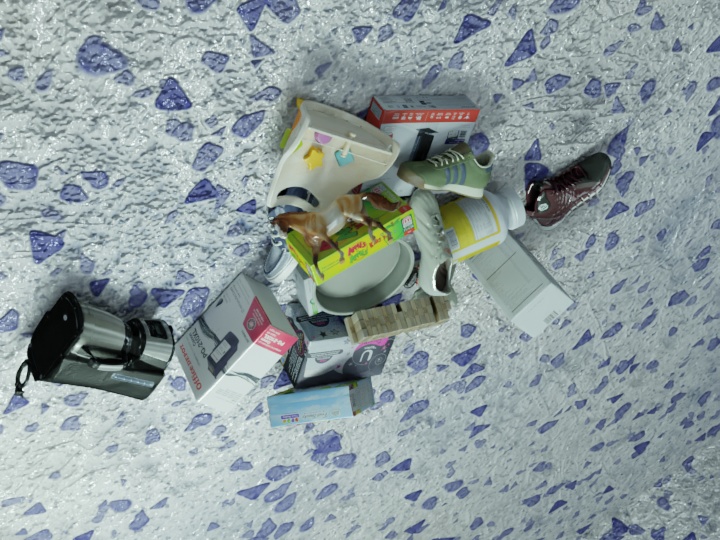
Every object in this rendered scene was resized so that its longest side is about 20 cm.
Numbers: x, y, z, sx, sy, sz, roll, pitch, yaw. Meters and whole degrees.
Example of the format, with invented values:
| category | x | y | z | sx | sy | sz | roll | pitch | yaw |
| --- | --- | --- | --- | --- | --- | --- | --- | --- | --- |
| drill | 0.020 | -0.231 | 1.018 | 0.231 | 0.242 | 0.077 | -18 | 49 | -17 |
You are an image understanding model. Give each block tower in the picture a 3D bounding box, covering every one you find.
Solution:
| category | x | y | z | sx | sy | sz | roll | pitch | yaw |
| --- | --- | --- | --- | --- | --- | --- | --- | --- | --- |
| block tower | 0.074 | 0.090 | 1.821 | 0.199 | 0.054 | 0.058 | -12 | 167 | -20 |

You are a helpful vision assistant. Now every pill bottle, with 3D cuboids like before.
| category | x | y | z | sx | sy | sz | roll | pitch | yaw |
| --- | --- | --- | --- | --- | --- | --- | --- | --- | --- |
| pill bottle | 0.211 | -0.087 | 1.849 | 0.199 | 0.112 | 0.112 | -23 | 139 | -15 |

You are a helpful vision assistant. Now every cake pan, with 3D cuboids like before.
| category | x | y | z | sx | sy | sz | roll | pitch | yaw |
| --- | --- | --- | --- | --- | --- | --- | --- | --- | --- |
| cake pan | 0.000 | 0.000 | 1.736 | 0.199 | 0.037 | 0.201 | -18 | 143 | -14 |

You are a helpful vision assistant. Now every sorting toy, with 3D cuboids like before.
| category | x | y | z | sx | sy | sz | roll | pitch | yaw |
| --- | --- | --- | --- | --- | --- | --- | --- | --- | --- |
| sorting toy | -0.069 | -0.168 | 1.559 | 0.199 | 0.107 | 0.181 | 11 | 116 | -41 |

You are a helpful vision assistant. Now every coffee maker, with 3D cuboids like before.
| category | x | y | z | sx | sy | sz | roll | pitch | yaw |
| --- | --- | --- | --- | --- | --- | --- | --- | --- | --- |
| coffee maker | -0.442 | 0.141 | 1.622 | 0.192 | 0.135 | 0.199 | -30 | 146 | 32 |

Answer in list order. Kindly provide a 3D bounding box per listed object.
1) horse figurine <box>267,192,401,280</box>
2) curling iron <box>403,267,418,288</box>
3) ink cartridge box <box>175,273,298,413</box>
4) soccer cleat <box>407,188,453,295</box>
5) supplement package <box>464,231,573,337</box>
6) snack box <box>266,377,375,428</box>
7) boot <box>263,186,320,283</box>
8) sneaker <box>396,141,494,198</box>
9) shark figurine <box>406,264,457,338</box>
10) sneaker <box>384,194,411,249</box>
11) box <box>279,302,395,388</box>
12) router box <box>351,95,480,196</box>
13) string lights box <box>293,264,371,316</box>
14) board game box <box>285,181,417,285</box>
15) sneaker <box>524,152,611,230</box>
| category | x | y | z | sx | sy | sz | roll | pitch | yaw |
| --- | --- | --- | --- | --- | --- | --- | --- | --- | --- |
| horse figurine | -0.032 | -0.074 | 1.562 | 0.199 | 0.133 | 0.050 | -30 | 153 | -10 |
| curling iron | 0.029 | 0.029 | 1.902 | 0.199 | 0.026 | 0.050 | -14 | 133 | -24 |
| ink cartridge box | -0.226 | 0.131 | 1.729 | 0.200 | 0.145 | 0.084 | -46 | 138 | 13 |
| soccer cleat | 0.132 | -0.051 | 1.734 | 0.069 | 0.077 | 0.201 | -19 | 111 | -32 |
| supplement package | 0.316 | 0.017 | 1.956 | 0.114 | 0.200 | 0.109 | -44 | 139 | 12 |
| snack box | -0.073 | 0.257 | 1.905 | 0.168 | 0.068 | 0.200 | -9 | 178 | 13 |
| boot | -0.135 | -0.074 | 1.660 | 0.090 | 0.073 | 0.201 | 19 | 109 | -37 |
| sneaker | 0.155 | -0.186 | 1.676 | 0.199 | 0.067 | 0.090 | 6 | 118 | -40 |
| shark figurine | 0.144 | 0.056 | 1.921 | 0.089 | 0.128 | 0.215 | 35 | 105 | -6 |
| sneaker | 0.018 | -0.069 | 1.741 | 0.199 | 0.077 | 0.085 | -26 | 118 | -10 |
| box | -0.047 | 0.136 | 1.885 | 0.199 | 0.115 | 0.133 | -6 | 133 | -31 |
| router box | 0.091 | -0.216 | 1.684 | 0.199 | 0.049 | 0.180 | -7 | 133 | -30 |
| string lights box | -0.023 | -0.003 | 1.808 | 0.199 | 0.059 | 0.103 | -23 | 139 | -15 |
| board game box | -0.016 | -0.064 | 1.625 | 0.199 | 0.102 | 0.048 | -29 | 134 | -14 |
| sneaker | 0.407 | -0.171 | 1.937 | 0.115 | 0.076 | 0.200 | 26 | 112 | -44 |
